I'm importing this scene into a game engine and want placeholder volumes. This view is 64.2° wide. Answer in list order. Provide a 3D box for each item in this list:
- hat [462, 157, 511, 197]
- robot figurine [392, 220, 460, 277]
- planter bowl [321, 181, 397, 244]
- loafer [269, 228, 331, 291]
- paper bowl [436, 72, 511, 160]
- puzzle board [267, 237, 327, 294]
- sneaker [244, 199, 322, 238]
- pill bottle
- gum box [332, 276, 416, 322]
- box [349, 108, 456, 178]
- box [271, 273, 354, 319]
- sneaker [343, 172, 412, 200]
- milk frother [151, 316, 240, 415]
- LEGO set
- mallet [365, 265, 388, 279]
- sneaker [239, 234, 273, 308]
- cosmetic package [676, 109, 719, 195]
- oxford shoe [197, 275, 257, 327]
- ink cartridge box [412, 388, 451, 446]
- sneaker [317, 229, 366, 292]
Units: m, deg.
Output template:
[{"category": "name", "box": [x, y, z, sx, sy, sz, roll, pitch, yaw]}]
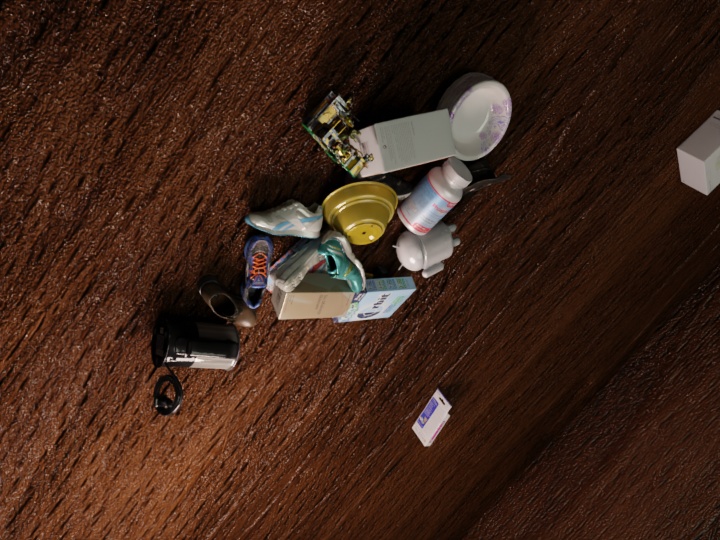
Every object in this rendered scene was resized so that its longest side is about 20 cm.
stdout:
[{"category": "hat", "box": [0.311, -0.260, 1.565, 0.197, 0.200, 0.083, -19, 89, -21]}, {"category": "robot figurine", "box": [0.181, -0.071, 1.607, 0.196, 0.113, 0.173, -22, 95, -18]}, {"category": "planter bowl", "box": [0.003, -0.122, 1.408, 0.195, 0.085, 0.202, -8, 152, -4]}, {"category": "loafer", "box": [-0.142, -0.037, 1.419, 0.200, 0.069, 0.070, -47, 164, -25]}, {"category": "paper bowl", "box": [0.270, -0.388, 1.431, 0.197, 0.105, 0.204, -19, 132, -22]}, {"category": "puzzle board", "box": [-0.153, -0.001, 1.501, 0.199, 0.017, 0.151, -42, 136, -1]}, {"category": "sneaker", "box": [-0.179, -0.127, 1.354, 0.196, 0.076, 0.083, 1, 107, -36]}, {"category": "pill bottle", "box": [0.193, -0.194, 1.483, 0.107, 0.111, 0.200, 11, 137, -39]}, {"category": "gum box", "box": [0.035, 0.082, 1.629, 0.196, 0.045, 0.170, -4, 150, -32]}, {"category": "box", "box": [0.095, -0.292, 1.330, 0.196, 0.152, 0.109, -17, 100, -22]}, {"category": "box", "box": [-0.123, 0.065, 1.495, 0.196, 0.078, 0.096, -1, 129, -29]}, {"category": "sneaker", "box": [0.054, -0.230, 1.429, 0.196, 0.076, 0.089, -4, 120, -32]}, {"category": "milk frother", "box": [-0.397, 0.231, 1.381, 0.185, 0.179, 0.205, 10, 102, -38]}, {"category": "LEGO set", "box": [-0.033, -0.304, 1.242, 0.116, 0.200, 0.154, -44, 115, 2]}, {"category": "mallet", "box": [0.000, 0.000, 1.585, 0.198, 0.041, 0.066, 22, 110, -45]}, {"category": "sneaker", "box": [-0.246, 0.005, 1.390, 0.073, 0.079, 0.204, -1, 124, -21]}, {"category": "cosmetic package", "box": [1.275, -0.424, 2.081, 0.200, 0.123, 0.199, -43, 136, 4]}, {"category": "oxford shoe", "box": [-0.320, 0.099, 1.416, 0.073, 0.085, 0.200, -45, 137, 2]}, {"category": "ink cartridge box", "box": [0.275, 0.555, 2.165, 0.036, 0.095, 0.203, 10, 116, -38]}, {"category": "sneaker", "box": [-0.051, -0.011, 1.431, 0.080, 0.076, 0.201, -52, 134, -23]}]
